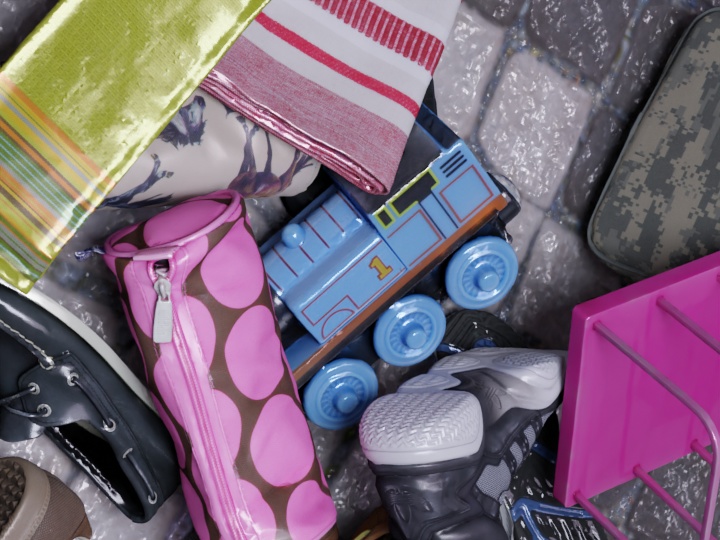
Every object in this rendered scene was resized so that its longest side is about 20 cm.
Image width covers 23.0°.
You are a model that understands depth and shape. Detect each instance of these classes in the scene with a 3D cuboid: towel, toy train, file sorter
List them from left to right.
[{"bbox_3d":[-0.129,-0.089,0.861,0.200,0.018,0.086,-50,123,-6],"label":"towel"},{"bbox_3d":[-0.011,-0.158,0.958,0.143,0.023,0.201,30,65,-18],"label":"towel"},{"bbox_3d":[0.000,0.000,1.002,0.200,0.087,0.114,-40,126,0],"label":"toy train"},{"bbox_3d":[0.231,0.079,1.015,0.199,0.125,0.140,-19,130,-27],"label":"file sorter"}]

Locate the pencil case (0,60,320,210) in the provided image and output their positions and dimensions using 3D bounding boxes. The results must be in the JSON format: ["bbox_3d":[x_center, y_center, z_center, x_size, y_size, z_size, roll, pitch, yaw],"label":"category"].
[{"bbox_3d":[-0.120,-0.077,0.935,0.198,0.078,0.090,-6,78,-31],"label":"pencil case"}]

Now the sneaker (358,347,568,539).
[{"bbox_3d":[0.066,0.113,1.007,0.200,0.075,0.115,-21,109,-56],"label":"sneaker"}]

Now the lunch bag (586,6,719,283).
[{"bbox_3d":[0.267,-0.054,1.161,0.167,0.139,0.201,30,84,-51],"label":"lunch bag"}]

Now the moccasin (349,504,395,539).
[{"bbox_3d":[-0.016,0.234,1.040,0.202,0.073,0.078,-56,168,10],"label":"moccasin"}]

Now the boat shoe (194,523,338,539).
[{"bbox_3d":[-0.088,0.196,1.011,0.200,0.072,0.068,-41,116,-23],"label":"boat shoe"}]

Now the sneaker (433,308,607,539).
[{"bbox_3d":[0.088,0.123,1.108,0.075,0.077,0.202,-18,87,-22],"label":"sneaker"}]

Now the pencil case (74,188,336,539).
[{"bbox_3d":[-0.074,0.064,0.922,0.090,0.094,0.202,-18,106,1],"label":"pencil case"}]

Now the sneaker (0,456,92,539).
[{"bbox_3d":[-0.213,0.197,0.933,0.201,0.070,0.076,-53,136,-6],"label":"sneaker"}]

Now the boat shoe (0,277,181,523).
[{"bbox_3d":[-0.164,0.068,0.936,0.200,0.074,0.066,48,60,-39],"label":"boat shoe"}]

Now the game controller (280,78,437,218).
[{"bbox_3d":[-0.007,-0.127,1.028,0.103,0.042,0.202,-10,104,-16],"label":"game controller"}]
